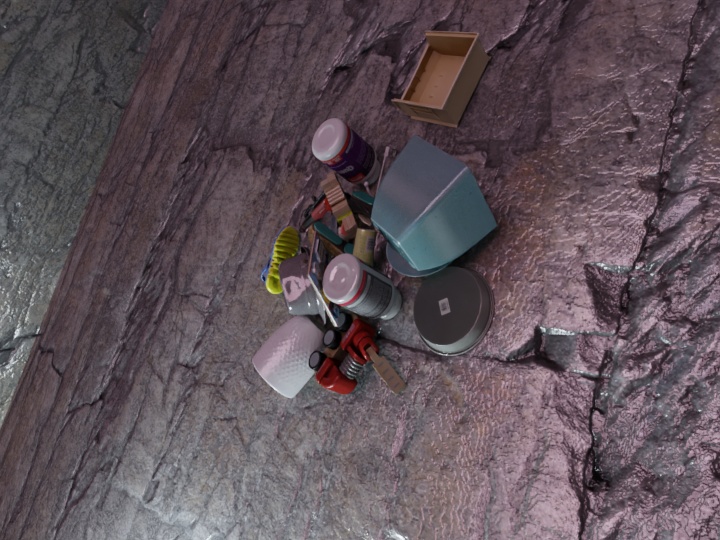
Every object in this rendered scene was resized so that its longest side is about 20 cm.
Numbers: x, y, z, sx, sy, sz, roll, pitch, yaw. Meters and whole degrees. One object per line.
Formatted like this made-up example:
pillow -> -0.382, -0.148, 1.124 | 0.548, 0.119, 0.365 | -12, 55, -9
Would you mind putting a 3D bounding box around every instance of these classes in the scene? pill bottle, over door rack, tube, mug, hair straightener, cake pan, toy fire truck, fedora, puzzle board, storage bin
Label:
pill bottle -> -0.031, -0.306, 1.393 | 0.110, 0.198, 0.116 | -16, 61, 33
pill bottle -> 0.012, 0.047, 1.212 | 0.109, 0.198, 0.114 | -17, 61, 33
over door rack -> 0.087, -0.229, 1.354 | 0.146, 0.066, 0.205 | 17, 84, 42
tube -> 0.000, 0.000, 1.297 | 0.057, 0.051, 0.207 | 12, 97, 32
mug -> -0.170, 0.198, 1.357 | 0.176, 0.147, 0.200 | -48, 18, 1
hair straightener -> -0.128, -0.171, 1.493 | 0.200, 0.040, 0.079 | -45, 36, 51
cake pan -> 0.195, 0.082, 1.154 | 0.196, 0.036, 0.206 | -17, 63, 35
toy fire truck -> -0.004, 0.225, 1.223 | 0.178, 0.127, 0.200 | -55, 38, 8
fedora -> -0.150, 0.041, 1.287 | 0.088, 0.179, 0.204 | -12, 55, -9
puzzle board -> -0.081, 0.015, 1.252 | 0.017, 0.153, 0.202 | -19, 30, 11
storage bin -> 0.201, -0.494, 1.348 | 0.196, 0.093, 0.204 | 27, 90, 43

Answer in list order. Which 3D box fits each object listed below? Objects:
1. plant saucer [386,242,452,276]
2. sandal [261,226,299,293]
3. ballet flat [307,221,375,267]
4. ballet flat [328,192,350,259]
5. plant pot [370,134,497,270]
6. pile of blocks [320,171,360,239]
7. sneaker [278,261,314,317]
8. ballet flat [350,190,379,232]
plant saucer -> 0.156, -0.061, 1.223 | 0.196, 0.039, 0.205 | -17, 48, 19
sandal -> -0.245, -0.035, 1.549 | 0.086, 0.078, 0.205 | 4, 70, 55
ballet flat -> -0.053, -0.048, 1.357 | 0.197, 0.071, 0.072 | 34, 94, 0
ballet flat -> -0.050, -0.127, 1.428 | 0.073, 0.074, 0.206 | -17, 64, 33
plant pot -> 0.138, -0.125, 1.130 | 0.200, 0.197, 0.196 | -44, 45, -1
pile of blocks -> -0.056, -0.160, 1.379 | 0.061, 0.082, 0.204 | -26, 70, 7
sneaker -> -0.149, 0.021, 1.446 | 0.113, 0.071, 0.201 | -48, 56, 18
ballet flat -> 0.044, -0.140, 1.304 | 0.199, 0.067, 0.070 | 34, 129, 48
